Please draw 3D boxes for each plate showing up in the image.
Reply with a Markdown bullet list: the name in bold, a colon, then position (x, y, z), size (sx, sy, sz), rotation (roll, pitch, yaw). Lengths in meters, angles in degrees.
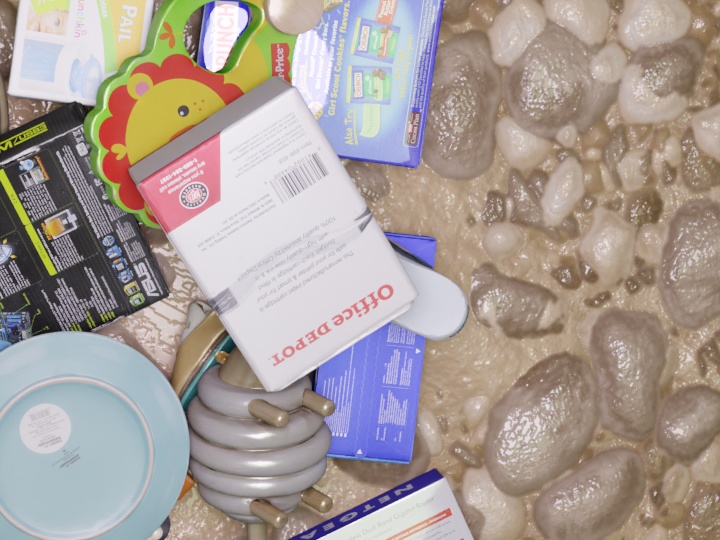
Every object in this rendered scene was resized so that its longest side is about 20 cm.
- **plate**: position (-0.234, 0.149, 1.577), size (0.200, 0.026, 0.201), rotation (-2, 100, -14)

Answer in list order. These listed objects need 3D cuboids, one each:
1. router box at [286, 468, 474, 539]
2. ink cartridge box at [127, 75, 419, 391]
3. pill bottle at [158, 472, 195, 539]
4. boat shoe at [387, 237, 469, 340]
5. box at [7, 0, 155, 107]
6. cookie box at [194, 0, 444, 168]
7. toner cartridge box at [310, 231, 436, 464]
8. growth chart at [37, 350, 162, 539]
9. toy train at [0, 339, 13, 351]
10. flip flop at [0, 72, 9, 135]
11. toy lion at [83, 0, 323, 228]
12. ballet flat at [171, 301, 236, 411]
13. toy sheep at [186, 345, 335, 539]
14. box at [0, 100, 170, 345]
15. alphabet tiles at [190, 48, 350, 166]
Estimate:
- **router box**: position (0.020, 0.300, 1.748), size (0.200, 0.049, 0.180), rotation (-25, 97, -6)
- **ink cartridge box**: position (-0.068, -0.028, 1.546), size (0.144, 0.084, 0.200), rotation (-32, 107, -4)
- **pill bottle**: position (-0.235, 0.222, 1.675), size (0.200, 0.106, 0.106), rotation (-43, 99, -3)
- **boat shoe**: position (0.000, 0.000, 1.665), size (0.200, 0.091, 0.071), rotation (31, 89, 5)
- **box**: position (-0.226, -0.237, 1.641), size (0.112, 0.101, 0.201), rotation (6, 94, -9)
- **cookie box**: position (-0.040, -0.186, 1.678), size (0.199, 0.075, 0.172), rotation (8, 96, -9)
- **toner cartridge box**: position (0.007, 0.065, 1.730), size (0.095, 0.043, 0.201), rotation (7, 93, -8)
- **growth chart**: position (-0.250, 0.175, 1.598), size (0.145, 0.018, 0.200), rotation (-34, 106, -7)
- **toy train**: position (-0.312, 0.144, 1.655), size (0.200, 0.087, 0.114), rotation (-44, 138, 10)
- **flip flop**: position (-0.325, -0.130, 1.630), size (0.057, 0.081, 0.201), rotation (-12, 118, -17)
- **toy lion**: position (-0.127, -0.135, 1.582), size (0.191, 0.069, 0.201), rotation (-4, 100, -20)
- **ballet flat**: position (-0.110, 0.032, 1.708), size (0.063, 0.069, 0.200), rotation (40, 88, 18)
- **toy sheep**: position (-0.085, 0.147, 1.660), size (0.137, 0.138, 0.201), rotation (3, 107, -9)
- **box**: position (-0.280, -0.018, 1.633), size (0.193, 0.048, 0.200), rotation (-25, 130, -3)
- **alphabet tiles**: position (-0.093, -0.124, 1.718), size (0.167, 0.008, 0.200), rotation (41, 88, -10)
